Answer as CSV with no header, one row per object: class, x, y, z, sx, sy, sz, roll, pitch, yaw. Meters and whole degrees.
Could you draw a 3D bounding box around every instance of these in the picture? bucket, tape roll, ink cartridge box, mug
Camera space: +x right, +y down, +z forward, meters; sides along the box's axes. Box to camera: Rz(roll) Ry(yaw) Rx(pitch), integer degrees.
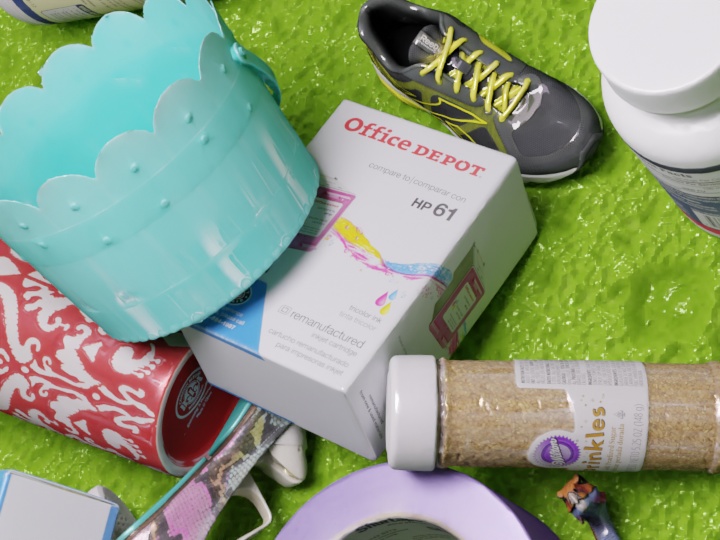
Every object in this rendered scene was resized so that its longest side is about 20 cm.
bucket,-0.134,-0.064,1.153,0.207,0.135,0.207,-28,30,18
tape roll,0.035,0.222,1.109,0.200,0.085,0.200,-11,66,25
ink cartridge box,0.000,0.000,1.180,0.144,0.085,0.200,22,61,31
mug,-0.180,0.038,1.261,0.200,0.133,0.178,20,104,29
ink cartridge box,-0.250,0.213,1.212,0.200,0.084,0.145,-13,60,58

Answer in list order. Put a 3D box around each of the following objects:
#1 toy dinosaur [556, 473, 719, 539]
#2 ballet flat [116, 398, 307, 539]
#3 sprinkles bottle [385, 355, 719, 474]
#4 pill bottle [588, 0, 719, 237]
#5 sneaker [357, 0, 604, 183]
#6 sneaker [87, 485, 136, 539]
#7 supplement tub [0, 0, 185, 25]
toy dinosaur,0.150,0.210,1.056,0.200,0.105,0.182,-57,35,12
ballet flat,-0.080,0.135,1.204,0.071,0.069,0.200,39,61,-1
sprinkles bottle,0.115,0.085,1.083,0.200,0.068,0.068,1,69,-1
pill bottle,0.209,-0.104,1.076,0.119,0.200,0.120,-10,66,24
sneaker,0.070,-0.122,1.226,0.200,0.085,0.075,30,87,33
sneaker,-0.188,0.248,1.219,0.118,0.074,0.201,-22,64,12
supplement tub,-0.179,-0.267,1.379,0.200,0.145,0.145,-5,68,26
